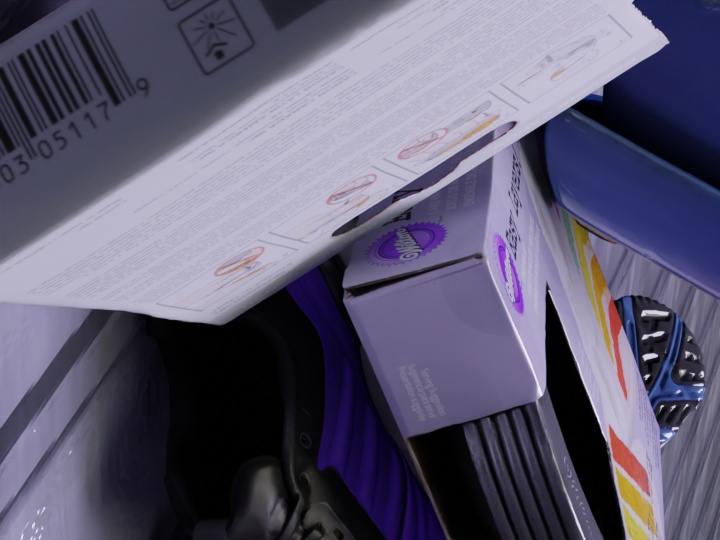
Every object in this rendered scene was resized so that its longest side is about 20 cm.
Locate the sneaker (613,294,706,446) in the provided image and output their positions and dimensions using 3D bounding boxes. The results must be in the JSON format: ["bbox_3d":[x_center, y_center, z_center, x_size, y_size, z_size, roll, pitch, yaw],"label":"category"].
[{"bbox_3d":[0.053,0.086,0.983,0.200,0.076,0.077,-31,177,-31],"label":"sneaker"}]

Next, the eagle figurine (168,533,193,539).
[{"bbox_3d":[-0.036,0.206,0.855,0.150,0.201,0.152,13,130,-43],"label":"eagle figurine"}]

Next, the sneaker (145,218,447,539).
[{"bbox_3d":[-0.019,0.079,0.802,0.099,0.069,0.201,-37,107,-56],"label":"sneaker"}]

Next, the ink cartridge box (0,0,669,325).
[{"bbox_3d":[-0.013,-0.046,0.627,0.057,0.162,0.200,60,12,6],"label":"ink cartridge box"}]

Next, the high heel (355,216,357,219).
[{"bbox_3d":[0.000,0.000,0.934,0.200,0.067,0.097,100,-21,-73],"label":"high heel"}]

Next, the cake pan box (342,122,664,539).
[{"bbox_3d":[0.053,0.035,0.821,0.200,0.052,0.185,-78,147,-63],"label":"cake pan box"}]

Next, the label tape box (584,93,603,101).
[{"bbox_3d":[0.110,-0.155,1.026,0.066,0.143,0.201,12,91,-46],"label":"label tape box"}]

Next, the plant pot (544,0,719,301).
[{"bbox_3d":[0.175,-0.068,0.861,0.180,0.199,0.200,-62,173,9],"label":"plant pot"}]
